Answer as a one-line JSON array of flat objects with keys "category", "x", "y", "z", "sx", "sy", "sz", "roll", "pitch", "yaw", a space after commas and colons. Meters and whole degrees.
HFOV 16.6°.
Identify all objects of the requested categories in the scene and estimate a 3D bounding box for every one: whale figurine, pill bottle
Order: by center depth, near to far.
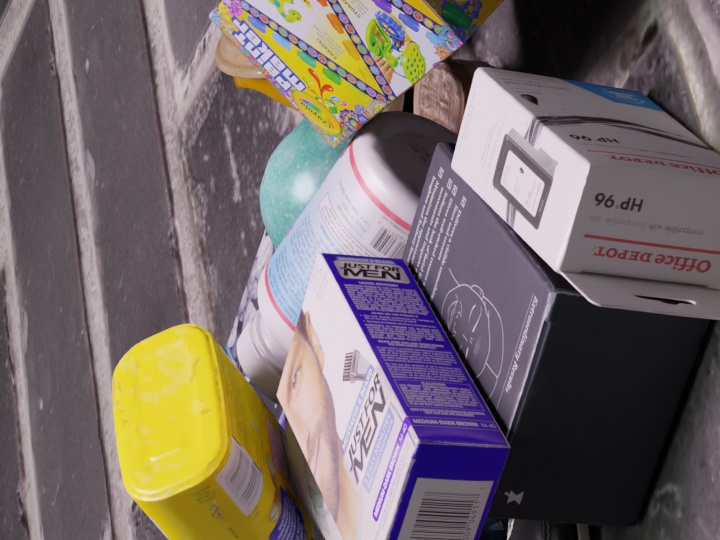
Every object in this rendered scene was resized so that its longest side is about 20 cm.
[{"category": "pill bottle", "x": 0.000, "y": 0.000, "z": 1.629, "sx": 0.200, "sy": 0.108, "sz": 0.109, "roll": -54, "pitch": 36, "yaw": 33}, {"category": "whale figurine", "x": -0.019, "y": -0.082, "z": 1.777, "sx": 0.201, "sy": 0.103, "sz": 0.159, "roll": -89, "pitch": 16, "yaw": -45}]

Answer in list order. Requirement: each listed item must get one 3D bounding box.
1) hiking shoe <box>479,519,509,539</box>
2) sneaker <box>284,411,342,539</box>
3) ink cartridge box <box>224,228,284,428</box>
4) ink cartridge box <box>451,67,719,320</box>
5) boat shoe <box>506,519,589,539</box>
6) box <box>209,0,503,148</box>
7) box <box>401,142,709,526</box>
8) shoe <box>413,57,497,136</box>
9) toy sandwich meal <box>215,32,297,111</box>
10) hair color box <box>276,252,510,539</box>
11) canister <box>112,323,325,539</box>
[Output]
[{"category": "hiking shoe", "x": 0.050, "y": 0.125, "z": 1.630, "sx": 0.200, "sy": 0.074, "sz": 0.087, "roll": 46, "pitch": 123, "yaw": 47}, {"category": "sneaker", "x": 0.007, "y": 0.153, "z": 1.582, "sx": 0.100, "sy": 0.075, "sz": 0.201, "roll": 98, "pitch": 151, "yaw": -56}, {"category": "ink cartridge box", "x": -0.057, "y": 0.095, "z": 1.911, "sx": 0.200, "sy": 0.043, "sz": 0.199, "roll": -118, "pitch": 41, "yaw": -51}, {"category": "ink cartridge box", "x": 0.144, "y": -0.044, "z": 1.387, "sx": 0.200, "sy": 0.115, "sz": 0.068, "roll": -130, "pitch": 51, "yaw": -58}, {"category": "boat shoe", "x": 0.097, "y": 0.208, "z": 1.497, "sx": 0.072, "sy": 0.067, "sz": 0.201, "roll": 175, "pitch": 101, "yaw": -68}, {"category": "box", "x": 0.038, "y": -0.210, "z": 1.542, "sx": 0.200, "sy": 0.122, "sz": 0.193, "roll": -47, "pitch": 7, "yaw": -28}, {"category": "box", "x": 0.104, "y": 0.035, "z": 1.472, "sx": 0.200, "sy": 0.107, "sz": 0.149, "roll": -122, "pitch": 44, "yaw": -56}, {"category": "shoe", "x": 0.060, "y": -0.047, "z": 1.676, "sx": 0.070, "sy": 0.053, "sz": 0.201, "roll": 23, "pitch": 112, "yaw": 35}, {"category": "toy sandwich meal", "x": -0.015, "y": -0.172, "z": 1.769, "sx": 0.070, "sy": 0.205, "sz": 0.205, "roll": 65, "pitch": 169, "yaw": -25}, {"category": "hair color box", "x": 0.015, "y": 0.088, "z": 1.454, "sx": 0.200, "sy": 0.064, "sz": 0.110, "roll": -117, "pitch": 38, "yaw": -54}, {"category": "canister", "x": -0.083, "y": 0.147, "z": 1.635, "sx": 0.149, "sy": 0.086, "sz": 0.200, "roll": -102, "pitch": -16, "yaw": -45}]
